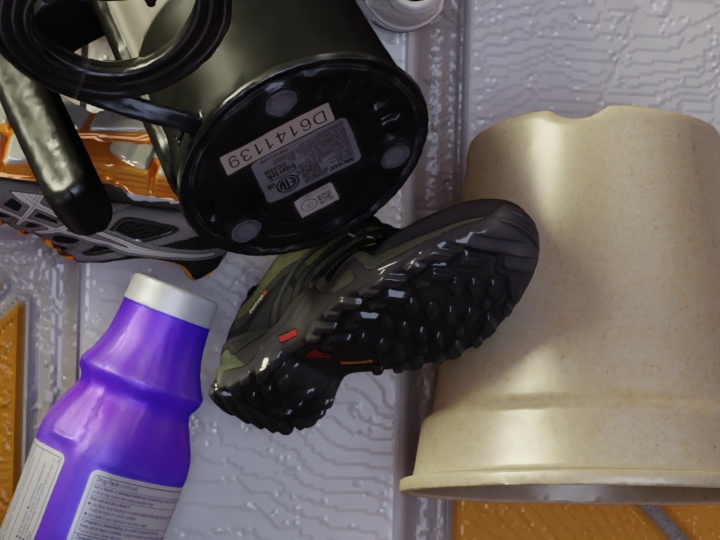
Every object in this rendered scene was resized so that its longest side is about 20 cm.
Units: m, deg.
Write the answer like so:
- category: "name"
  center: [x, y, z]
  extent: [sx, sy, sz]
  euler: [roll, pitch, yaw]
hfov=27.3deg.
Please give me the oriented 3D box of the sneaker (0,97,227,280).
- category: "sneaker"
  center: [-0.153, -0.043, 0.750]
  extent: [0.198, 0.079, 0.078]
  euler: [13, 128, 3]

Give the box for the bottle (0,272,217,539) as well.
- category: "bottle"
  center: [-0.129, 0.102, 0.749]
  extent: [0.065, 0.083, 0.201]
  euler: [18, 87, 35]

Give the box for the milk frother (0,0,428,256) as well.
- category: "milk frother"
  center: [-0.083, -0.131, 0.650]
  extent: [0.179, 0.201, 0.189]
  euler: [-17, 53, -16]

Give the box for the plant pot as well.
- category: "plant pot"
  center: [0.120, 0.022, 0.753]
  extent: [0.199, 0.200, 0.185]
  euler: [3, 78, -10]

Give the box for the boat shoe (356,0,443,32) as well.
- category: "boat shoe"
  center: [0.031, -0.230, 0.783]
  extent: [0.073, 0.065, 0.202]
  euler: [-3, 91, -10]

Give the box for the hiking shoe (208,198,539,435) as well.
- category: "hiking shoe"
  center: [0.000, 0.000, 0.716]
  extent: [0.076, 0.199, 0.101]
  euler: [32, 44, -35]
